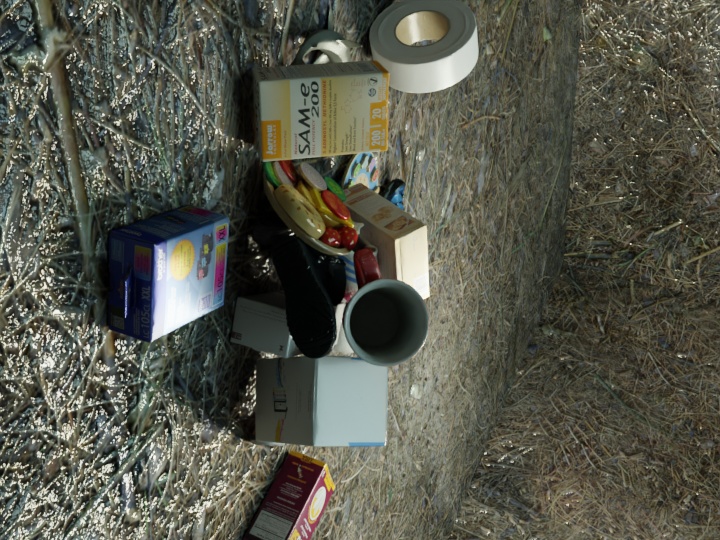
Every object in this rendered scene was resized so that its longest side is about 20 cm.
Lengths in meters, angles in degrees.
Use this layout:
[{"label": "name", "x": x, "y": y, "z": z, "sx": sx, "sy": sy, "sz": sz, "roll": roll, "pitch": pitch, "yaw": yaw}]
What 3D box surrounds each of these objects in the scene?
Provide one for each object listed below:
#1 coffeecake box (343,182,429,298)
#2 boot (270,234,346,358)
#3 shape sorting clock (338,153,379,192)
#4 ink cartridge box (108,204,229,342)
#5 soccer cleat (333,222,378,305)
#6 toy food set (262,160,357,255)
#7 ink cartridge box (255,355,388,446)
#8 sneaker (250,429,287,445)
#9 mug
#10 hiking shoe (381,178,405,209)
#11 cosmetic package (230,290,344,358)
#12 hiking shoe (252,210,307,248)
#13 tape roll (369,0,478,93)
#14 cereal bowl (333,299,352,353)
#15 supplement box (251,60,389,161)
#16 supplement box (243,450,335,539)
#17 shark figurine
[{"label": "coffeecake box", "x": 0.035, "y": -0.046, "z": 1.608, "sx": 0.073, "sy": 0.200, "sz": 0.154, "roll": -25, "pitch": 130, "yaw": -25}, {"label": "boot", "x": -0.062, "y": 0.043, "z": 1.407, "sx": 0.168, "sy": 0.076, "sz": 0.201, "roll": 17, "pitch": 50, "yaw": -68}, {"label": "shape sorting clock", "x": -0.003, "y": -0.138, "z": 1.744, "sx": 0.200, "sy": 0.039, "sz": 0.201, "roll": -48, "pitch": 145, "yaw": -49}, {"label": "ink cartridge box", "x": -0.259, "y": 0.005, "z": 1.165, "sx": 0.200, "sy": 0.076, "sz": 0.137, "roll": -30, "pitch": 130, "yaw": -59}, {"label": "soccer cleat", "x": 0.000, "y": 0.000, "z": 1.553, "sx": 0.070, "sy": 0.086, "sz": 0.201, "roll": -68, "pitch": 143, "yaw": -46}, {"label": "toy food set", "x": -0.080, "y": -0.107, "z": 1.416, "sx": 0.049, "sy": 0.199, "sz": 0.199, "roll": -42, "pitch": 138, "yaw": 21}, {"label": "ink cartridge box", "x": -0.069, "y": 0.220, "z": 1.498, "sx": 0.146, "sy": 0.199, "sz": 0.146, "roll": 7, "pitch": 80, "yaw": -33}, {"label": "sneaker", "x": -0.137, "y": 0.256, "z": 1.635, "sx": 0.200, "sy": 0.077, "sz": 0.113, "roll": -5, "pitch": 93, "yaw": -62}, {"label": "mug", "x": 0.035, "y": 0.062, "z": 1.453, "sx": 0.200, "sy": 0.132, "sz": 0.179, "roll": 152, "pitch": -51, "yaw": -84}, {"label": "hiking shoe", "x": 0.079, "y": -0.094, "z": 1.904, "sx": 0.074, "sy": 0.086, "sz": 0.202, "roll": -2, "pitch": 105, "yaw": -67}, {"label": "cosmetic package", "x": -0.120, "y": 0.087, "z": 1.502, "sx": 0.200, "sy": 0.112, "sz": 0.082, "roll": -4, "pitch": 106, "yaw": -69}, {"label": "hiking shoe", "x": -0.116, "y": -0.048, "z": 1.474, "sx": 0.200, "sy": 0.075, "sz": 0.101, "roll": -21, "pitch": 119, "yaw": -65}, {"label": "tape roll", "x": 0.117, "y": -0.423, "z": 1.648, "sx": 0.203, "sy": 0.201, "sz": 0.071, "roll": -62, "pitch": 154, "yaw": -30}, {"label": "cereal bowl", "x": 0.003, "y": 0.078, "z": 1.834, "sx": 0.200, "sy": 0.083, "sz": 0.201, "roll": -49, "pitch": 147, "yaw": -48}, {"label": "supplement box", "x": -0.060, "y": -0.241, "z": 1.337, "sx": 0.074, "sy": 0.198, "sz": 0.127, "roll": -120, "pitch": -154, "yaw": -57}, {"label": "supplement box", "x": -0.135, "y": 0.472, "z": 1.734, "sx": 0.201, "sy": 0.085, "sz": 0.111, "roll": -61, "pitch": 154, "yaw": -31}, {"label": "shark figurine", "x": -0.046, "y": -0.359, "z": 1.444, "sx": 0.214, "sy": 0.089, "sz": 0.129, "roll": -31, "pitch": 130, "yaw": -63}]
